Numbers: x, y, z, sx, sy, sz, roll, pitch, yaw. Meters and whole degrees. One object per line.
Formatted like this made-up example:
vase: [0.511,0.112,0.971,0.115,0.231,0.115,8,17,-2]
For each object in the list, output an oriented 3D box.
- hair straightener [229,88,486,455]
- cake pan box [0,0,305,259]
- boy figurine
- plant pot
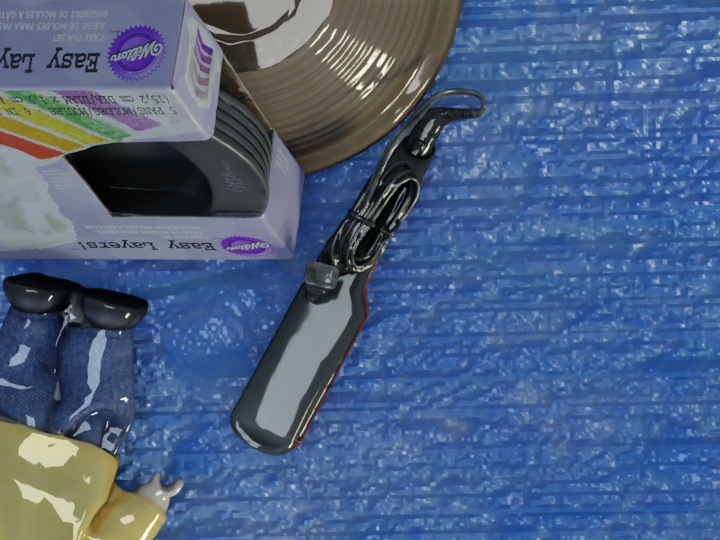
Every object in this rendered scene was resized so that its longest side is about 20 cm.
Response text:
hair straightener: [0.000,0.000,1.327,0.041,0.077,0.200,34,96,4]
cake pan box: [-0.136,-0.061,1.267,0.199,0.184,0.052,1,69,15]
boy figurine: [-0.148,0.106,1.354,0.124,0.064,0.201,9,95,4]
plant pot: [-0.052,-0.141,1.316,0.200,0.093,0.202,0,93,4]
